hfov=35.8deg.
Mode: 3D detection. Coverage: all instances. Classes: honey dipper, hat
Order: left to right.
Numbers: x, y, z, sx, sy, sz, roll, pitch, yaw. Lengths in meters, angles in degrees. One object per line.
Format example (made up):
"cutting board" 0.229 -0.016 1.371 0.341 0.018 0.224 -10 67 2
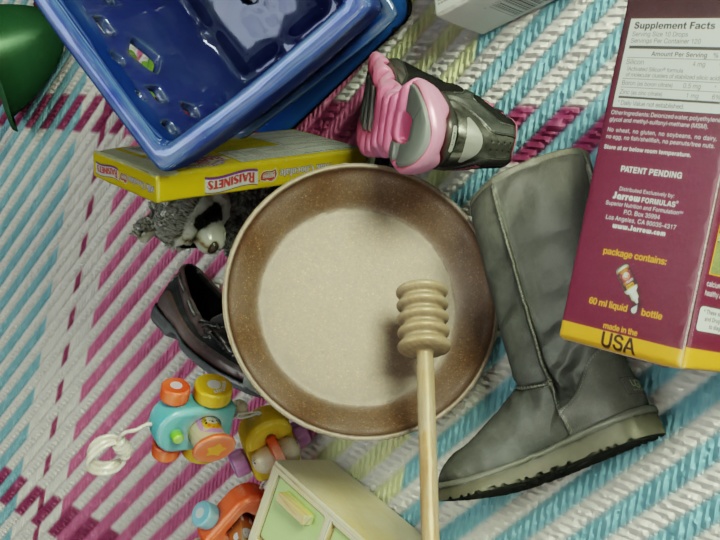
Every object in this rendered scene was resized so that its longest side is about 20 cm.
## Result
"hat" -0.361 -0.281 1.335 0.200 0.175 0.166 94 154 -58
"honey dipper" 0.044 0.104 0.737 0.038 0.038 0.201 -24 58 42

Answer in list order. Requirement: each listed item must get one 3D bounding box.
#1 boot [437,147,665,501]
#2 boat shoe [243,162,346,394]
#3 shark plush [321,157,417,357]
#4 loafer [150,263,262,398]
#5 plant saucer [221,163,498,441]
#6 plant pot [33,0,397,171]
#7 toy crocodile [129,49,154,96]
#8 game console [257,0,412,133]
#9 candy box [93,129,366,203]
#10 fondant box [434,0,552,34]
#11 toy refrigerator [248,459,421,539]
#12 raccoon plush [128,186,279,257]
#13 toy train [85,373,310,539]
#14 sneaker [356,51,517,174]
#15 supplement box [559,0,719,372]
"boot" 0.103 0.040 0.750 0.181 0.072 0.201 -28 70 27
"boat shoe" -0.050 0.008 0.889 0.071 0.070 0.202 14 93 9
"shark plush" 0.000 0.000 0.873 0.083 0.090 0.201 143 122 -73
"loafer" -0.126 0.050 0.994 0.200 0.072 0.063 29 100 48
"plant saucer" 0.000 0.023 0.805 0.037 0.199 0.202 125 144 -76
"plant pot" -0.100 -0.212 0.837 0.200 0.180 0.200 -36 89 19
"toy crocodile" -0.194 -0.186 1.107 0.200 0.067 0.062 11 97 49
"game console" -0.045 -0.246 0.993 0.200 0.118 0.171 -38 89 37
"candy box" -0.102 -0.087 0.896 0.102 0.199 0.027 25 118 46
"fondant box" 0.115 -0.293 0.801 0.144 0.058 0.201 -17 72 44
"toy refrigerator" 0.001 0.222 0.829 0.200 0.070 0.076 32 107 45
"raccoon plush" -0.163 -0.075 1.003 0.200 0.134 0.097 36 110 43
"toy train" -0.115 0.168 0.892 0.150 0.200 0.056 -44 44 3
"sneaker" 0.055 -0.113 0.826 0.200 0.095 0.079 -124 39 -65
"supplement box" 0.196 -0.046 0.635 0.085 0.110 0.201 13 93 47
